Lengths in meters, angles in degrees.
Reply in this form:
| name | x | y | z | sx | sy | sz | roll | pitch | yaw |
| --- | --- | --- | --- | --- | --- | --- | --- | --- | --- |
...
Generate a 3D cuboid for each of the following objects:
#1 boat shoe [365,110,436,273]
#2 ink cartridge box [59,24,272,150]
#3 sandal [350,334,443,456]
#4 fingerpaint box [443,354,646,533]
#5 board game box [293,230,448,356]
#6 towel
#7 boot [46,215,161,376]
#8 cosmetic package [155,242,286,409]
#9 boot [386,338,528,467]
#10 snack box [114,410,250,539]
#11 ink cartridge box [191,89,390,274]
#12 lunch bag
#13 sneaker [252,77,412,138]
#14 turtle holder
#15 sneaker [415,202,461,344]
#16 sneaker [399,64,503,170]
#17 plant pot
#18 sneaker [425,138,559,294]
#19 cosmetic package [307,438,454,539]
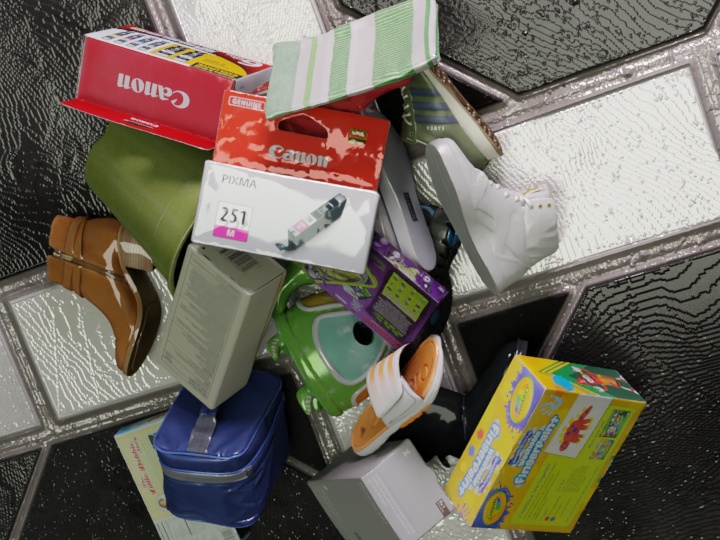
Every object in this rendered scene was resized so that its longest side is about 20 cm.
| name | x | y | z | sx | sy | sz | roll | pitch | yaw |
| --- | --- | --- | --- | --- | --- | --- | --- | --- | --- |
| boat shoe | 0.029 | -0.084 | 1.531 | 0.065 | 0.072 | 0.202 | -22 | 86 | 31 |
| ink cartridge box | -0.228 | -0.220 | 1.546 | 0.198 | 0.176 | 0.085 | 17 | 109 | 11 |
| sandal | 0.027 | 0.150 | 1.526 | 0.059 | 0.080 | 0.207 | 19 | 132 | -24 |
| fingerpaint box | 0.217 | 0.208 | 1.543 | 0.165 | 0.073 | 0.201 | 9 | 116 | -34 |
| board game box | 0.000 | 0.000 | 1.518 | 0.200 | 0.032 | 0.120 | 40 | 137 | 7 |
| towel | -0.008 | -0.239 | 1.442 | 0.198 | 0.153 | 0.024 | -14 | 127 | 13 |
| boot | -0.343 | 0.029 | 1.705 | 0.154 | 0.077 | 0.202 | 11 | 106 | 12 |
| cosmetic package | -0.169 | 0.056 | 1.559 | 0.103 | 0.073 | 0.201 | 38 | 133 | 17 |
| boot | 0.113 | 0.159 | 1.604 | 0.161 | 0.073 | 0.200 | 14 | 117 | 8 |
| snack box | -0.243 | 0.291 | 1.773 | 0.115 | 0.037 | 0.202 | -20 | 99 | 21 |
| ink cartridge box | -0.075 | -0.099 | 1.446 | 0.198 | 0.044 | 0.176 | 11 | 93 | 1 |
| lunch bag | -0.169 | 0.207 | 1.646 | 0.134 | 0.201 | 0.133 | 5 | 126 | 13 |
| sneaker | -0.020 | -0.179 | 1.507 | 0.198 | 0.078 | 0.117 | -6 | 110 | 27 |
| turtle holder | -0.039 | 0.081 | 1.611 | 0.131 | 0.141 | 0.187 | -30 | 63 | 4 |
| sneaker | 0.069 | 0.015 | 1.589 | 0.081 | 0.073 | 0.202 | 18 | 103 | 25 |
| sneaker | 0.073 | -0.187 | 1.521 | 0.090 | 0.067 | 0.201 | -38 | 95 | 17 |
| plant pot | -0.230 | -0.099 | 1.593 | 0.189 | 0.200 | 0.201 | 38 | 113 | 18 |
| sneaker | 0.158 | -0.086 | 1.506 | 0.115 | 0.074 | 0.201 | -32 | 114 | -9 |
| cosmetic package | 0.022 | 0.276 | 1.606 | 0.090 | 0.200 | 0.107 | -35 | 92 | -21 |
